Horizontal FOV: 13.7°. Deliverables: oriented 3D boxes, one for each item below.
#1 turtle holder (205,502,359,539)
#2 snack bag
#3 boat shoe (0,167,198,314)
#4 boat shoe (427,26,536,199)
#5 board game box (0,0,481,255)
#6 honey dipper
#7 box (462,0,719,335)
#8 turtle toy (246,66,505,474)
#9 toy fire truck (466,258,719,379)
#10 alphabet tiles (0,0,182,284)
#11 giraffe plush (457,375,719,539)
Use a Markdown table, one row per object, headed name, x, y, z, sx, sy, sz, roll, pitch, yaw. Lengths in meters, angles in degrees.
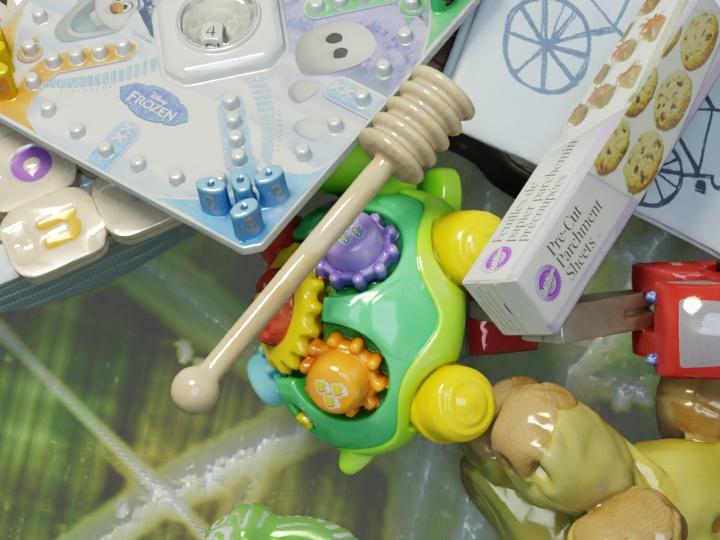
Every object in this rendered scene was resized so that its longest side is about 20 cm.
| name | x | y | z | sx | sy | sz | roll | pitch | yaw |
| --- | --- | --- | --- | --- | --- | --- | --- | --- | --- |
| turtle holder | -0.037 | 0.215 | 1.480 | 0.132 | 0.141 | 0.186 | -10 | 98 | 14 |
| snack bag | 0.150 | -0.118 | 1.521 | 0.200 | 0.021 | 0.189 | 25 | 72 | -17 |
| boat shoe | -0.122 | -0.041 | 1.524 | 0.200 | 0.074 | 0.067 | -22 | 75 | -13 |
| boat shoe | 0.056 | -0.097 | 1.529 | 0.200 | 0.072 | 0.068 | 32 | 79 | -9 |
| board game box | -0.070 | -0.123 | 1.465 | 0.200 | 0.026 | 0.200 | 28 | 64 | 27 |
| honey dipper | -0.022 | -0.012 | 1.398 | 0.038 | 0.038 | 0.200 | 41 | 77 | -1 |
| box | 0.119 | -0.055 | 1.448 | 0.041 | 0.039 | 0.200 | 51 | 58 | -28 |
| turtle toy | 0.000 | 0.000 | 1.474 | 0.101 | 0.146 | 0.200 | 8 | 86 | -25 |
| toy fire truck | 0.127 | 0.021 | 1.459 | 0.141 | 0.200 | 0.049 | -2 | 95 | -3 |
| alphabet tiles | -0.159 | -0.091 | 1.502 | 0.195 | 0.015 | 0.200 | -24 | 64 | -4 |
| giraffe plush | 0.165 | 0.107 | 1.491 | 0.162 | 0.173 | 0.200 | -36 | 97 | -12 |
